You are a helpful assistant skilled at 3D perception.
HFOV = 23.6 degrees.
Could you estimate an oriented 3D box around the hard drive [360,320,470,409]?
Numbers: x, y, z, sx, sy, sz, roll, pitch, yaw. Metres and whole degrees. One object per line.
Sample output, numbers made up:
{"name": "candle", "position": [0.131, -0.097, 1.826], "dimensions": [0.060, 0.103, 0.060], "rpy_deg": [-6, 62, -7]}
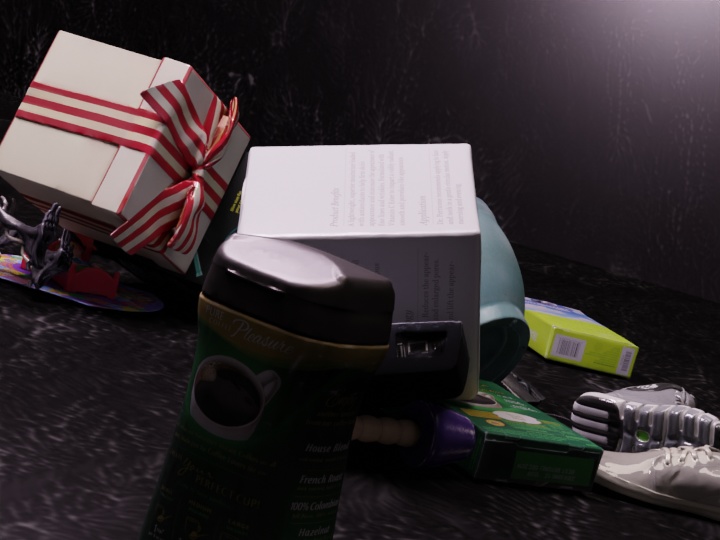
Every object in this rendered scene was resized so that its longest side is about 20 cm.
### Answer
{"name": "hard drive", "position": [-0.015, 0.077, 1.353], "dimensions": [0.199, 0.043, 0.135], "rpy_deg": [-4, -17, 5]}

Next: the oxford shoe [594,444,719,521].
{"name": "oxford shoe", "position": [0.277, 0.175, 1.481], "dimensions": [0.199, 0.058, 0.075], "rpy_deg": [13, 10, 0]}

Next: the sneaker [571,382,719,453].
{"name": "sneaker", "position": [0.307, 0.145, 1.609], "dimensions": [0.200, 0.075, 0.115], "rpy_deg": [20, 23, 35]}

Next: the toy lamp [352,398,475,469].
{"name": "toy lamp", "position": [0.001, 0.121, 1.333], "dimensions": [0.199, 0.058, 0.058], "rpy_deg": [12, 8, -32]}

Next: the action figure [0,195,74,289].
{"name": "action figure", "position": [-0.371, -0.050, 1.647], "dimensions": [0.199, 0.102, 0.119], "rpy_deg": [14, -21, 17]}

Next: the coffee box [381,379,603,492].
{"name": "coffee box", "position": [0.107, 0.135, 1.488], "dimensions": [0.123, 0.044, 0.200], "rpy_deg": [11, 9, -28]}

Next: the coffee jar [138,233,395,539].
{"name": "coffee jar", "position": [-0.051, 0.084, 0.937], "dimensions": [0.104, 0.201, 0.085], "rpy_deg": [21, 9, 36]}

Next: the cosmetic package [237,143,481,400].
{"name": "cosmetic package", "position": [0.000, 0.000, 1.469], "dimensions": [0.199, 0.166, 0.165], "rpy_deg": [-1, 31, 2]}

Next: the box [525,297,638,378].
{"name": "box", "position": [0.257, 0.080, 2.183], "dimensions": [0.121, 0.048, 0.200], "rpy_deg": [14, 7, -16]}

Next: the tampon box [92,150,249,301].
{"name": "tampon box", "position": [-0.147, -0.045, 1.808], "dimensions": [0.199, 0.150, 0.126], "rpy_deg": [19, -11, 25]}

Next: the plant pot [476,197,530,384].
{"name": "plant pot", "position": [0.080, 0.043, 1.656], "dimensions": [0.200, 0.201, 0.134], "rpy_deg": [7, 37, -47]}

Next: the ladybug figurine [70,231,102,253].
{"name": "ladybug figurine", "position": [-0.267, -0.051, 2.019], "dimensions": [0.199, 0.072, 0.136], "rpy_deg": [16, 7, 4]}

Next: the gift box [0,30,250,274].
{"name": "gift box", "position": [-0.231, -0.112, 1.684], "dimensions": [0.186, 0.185, 0.200], "rpy_deg": [19, -9, 23]}

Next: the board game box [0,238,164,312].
{"name": "board game box", "position": [-0.293, -0.005, 1.745], "dimensions": [0.199, 0.039, 0.158], "rpy_deg": [16, 7, 13]}

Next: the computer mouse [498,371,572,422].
{"name": "computer mouse", "position": [0.184, 0.131, 1.715], "dimensions": [0.199, 0.034, 0.059], "rpy_deg": [20, 8, 32]}
